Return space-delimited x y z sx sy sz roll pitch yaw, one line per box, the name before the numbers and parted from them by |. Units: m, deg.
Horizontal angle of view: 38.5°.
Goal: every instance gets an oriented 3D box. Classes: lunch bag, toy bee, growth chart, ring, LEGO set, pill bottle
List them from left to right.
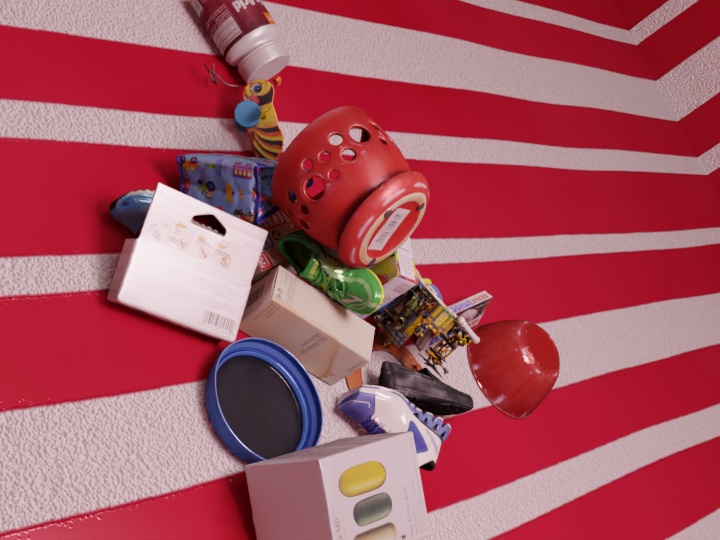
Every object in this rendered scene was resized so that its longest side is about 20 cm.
pill bottle | -0.219 -0.447 1.879 0.114 0.114 0.201 -27 83 -53
lunch bag | -0.178 -0.151 1.666 0.200 0.149 0.095 -32 128 -59
toy bee | -0.174 -0.287 1.792 0.201 0.108 0.131 64 -6 -23
ring | 0.053 0.191 1.764 0.199 0.019 0.202 27 45 -31
LEGO set | 0.079 0.088 1.723 0.200 0.116 0.154 45 -1 29
growth chart | 0.131 0.045 1.795 0.200 0.018 0.145 48 1 19

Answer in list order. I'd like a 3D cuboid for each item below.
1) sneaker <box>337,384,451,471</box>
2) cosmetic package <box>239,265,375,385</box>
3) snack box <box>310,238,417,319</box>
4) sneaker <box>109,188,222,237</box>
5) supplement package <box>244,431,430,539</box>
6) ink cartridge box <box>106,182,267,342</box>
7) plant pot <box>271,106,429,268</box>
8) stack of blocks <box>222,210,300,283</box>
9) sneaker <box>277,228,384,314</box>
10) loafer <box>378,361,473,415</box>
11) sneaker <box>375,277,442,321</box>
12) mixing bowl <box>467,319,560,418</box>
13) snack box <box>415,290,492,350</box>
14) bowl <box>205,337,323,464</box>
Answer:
sneaker | 0.055 0.268 1.646 0.198 0.080 0.116 28 55 -22
cosmetic package | -0.086 0.089 1.622 0.199 0.103 0.074 34 42 -23
snack box | 0.000 0.000 1.700 0.053 0.199 0.143 22 47 -39
sneaker | -0.283 -0.046 1.532 0.199 0.078 0.091 32 46 -27
supplement package | -0.030 0.321 1.434 0.199 0.150 0.153 -5 84 -49
ink cartridge box | -0.247 -0.009 1.500 0.199 0.045 0.178 24 77 -35
plant pot | -0.007 -0.118 1.571 0.182 0.201 0.200 44 33 21
stack of blocks | -0.147 -0.061 1.706 0.200 0.058 0.116 -27 83 -53
sneaker | -0.052 0.007 1.596 0.199 0.075 0.083 33 21 23
loafer | 0.114 0.200 1.752 0.199 0.068 0.071 19 57 -34
sneaker | 0.086 0.062 1.853 0.199 0.066 0.079 -3 54 -51
mixing bowl | 0.313 0.171 1.991 0.199 0.108 0.202 29 43 -31
snack box | 0.177 0.092 1.930 0.024 0.072 0.199 40 32 22
bowl | -0.144 0.198 1.526 0.200 0.039 0.202 28 44 -31
